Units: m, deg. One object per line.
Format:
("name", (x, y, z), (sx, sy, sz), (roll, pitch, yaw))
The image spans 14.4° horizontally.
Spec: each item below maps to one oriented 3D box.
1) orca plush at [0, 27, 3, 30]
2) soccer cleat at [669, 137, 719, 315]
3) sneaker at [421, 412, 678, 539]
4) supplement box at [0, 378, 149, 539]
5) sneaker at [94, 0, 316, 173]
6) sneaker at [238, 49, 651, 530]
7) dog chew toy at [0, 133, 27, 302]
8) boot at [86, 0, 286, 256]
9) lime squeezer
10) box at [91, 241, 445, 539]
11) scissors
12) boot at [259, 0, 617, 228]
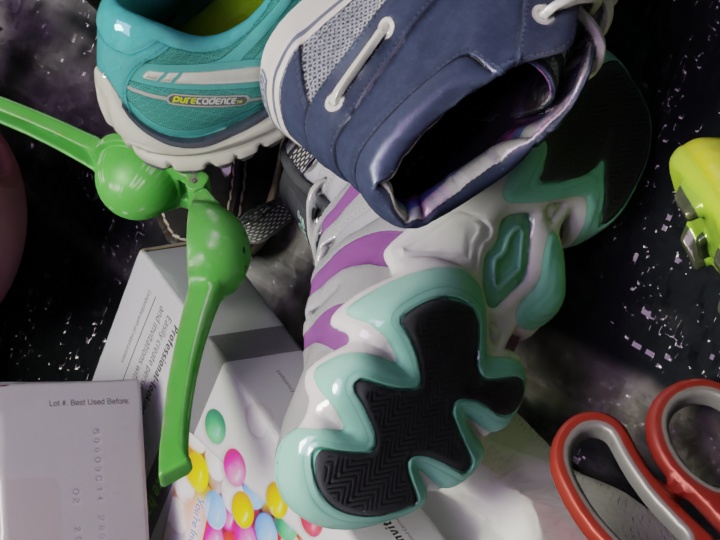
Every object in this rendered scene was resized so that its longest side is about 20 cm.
("orca plush", (-0.209, -0.030, 1.170), (0.071, 0.105, 0.201), (-122, 39, -64))
("soccer cleat", (0.178, 0.016, 0.907), (0.084, 0.065, 0.200), (-40, 57, -6))
("sneaker", (0.054, 0.113, 0.982), (0.200, 0.075, 0.089), (44, 123, 37))
("supplement box", (-0.146, 0.100, 1.074), (0.200, 0.061, 0.109), (-13, 80, 61))
("sneaker", (-0.005, -0.109, 0.981), (0.200, 0.080, 0.077), (-36, 53, -15))
("sneaker", (0.000, 0.000, 0.984), (0.140, 0.078, 0.200), (9, 51, 43))
("dog chew toy", (-0.222, 0.008, 1.082), (0.200, 0.124, 0.125), (-42, 64, 14))
("boot", (-0.091, -0.105, 1.041), (0.073, 0.150, 0.201), (-2, 87, 35))
("lime squeezer", (-0.082, -0.013, 1.000), (0.071, 0.038, 0.200), (-35, 58, -1))
("box", (-0.037, 0.112, 1.016), (0.200, 0.041, 0.156), (51, 134, 32))
("scissors", (0.138, 0.118, 0.924), (0.073, 0.014, 0.200), (-28, 67, -17))
("boot", (0.065, -0.094, 0.935), (0.200, 0.073, 0.090), (-42, 40, -2))
